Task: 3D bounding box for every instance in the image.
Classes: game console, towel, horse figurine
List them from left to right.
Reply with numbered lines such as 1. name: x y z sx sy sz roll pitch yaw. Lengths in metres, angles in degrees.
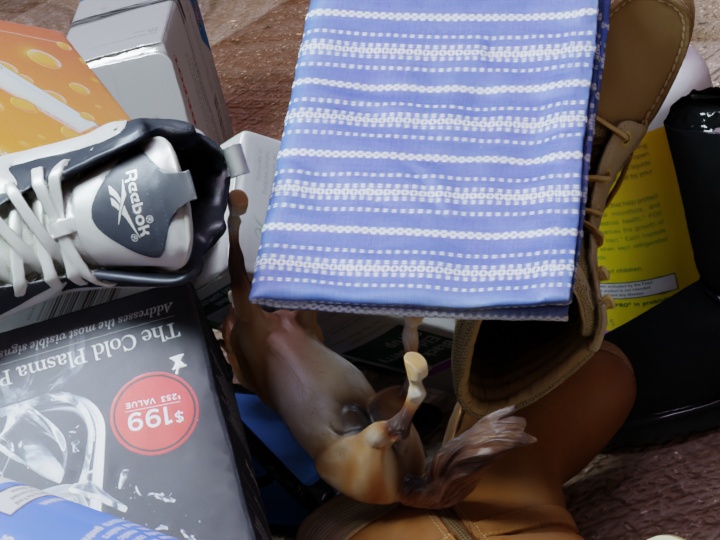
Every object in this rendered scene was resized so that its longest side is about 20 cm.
1. game console: -0.090 0.069 1.255 0.200 0.171 0.118 2 56 38
2. horse figurine: -0.009 0.049 1.081 0.050 0.133 0.200 -27 53 -33
3. towel: 0.035 -0.064 1.063 0.145 0.024 0.200 2 53 10

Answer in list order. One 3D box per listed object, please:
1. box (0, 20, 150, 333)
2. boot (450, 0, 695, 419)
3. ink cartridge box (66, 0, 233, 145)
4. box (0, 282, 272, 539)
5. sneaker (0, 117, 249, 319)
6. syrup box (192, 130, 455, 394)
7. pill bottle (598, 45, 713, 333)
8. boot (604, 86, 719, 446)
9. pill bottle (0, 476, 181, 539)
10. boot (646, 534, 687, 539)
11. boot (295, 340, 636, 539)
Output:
1. box: -0.183 -0.043 1.204 0.124 0.098 0.200 7 30 -39
2. boot: 0.100 -0.038 1.113 0.200 0.073 0.155 -54 17 24
3. ink cartridge box: -0.151 -0.120 1.682 0.086 0.147 0.200 -12 23 7
4. box: -0.140 0.128 1.043 0.200 0.104 0.182 -17 64 -1
5. sneaker: -0.133 -0.020 1.021 0.199 0.080 0.130 -15 1 -39
6. syrup box: 0.000 0.000 1.235 0.200 0.081 0.079 18 -26 -29
7. pill bottle: 0.146 -0.056 1.267 0.104 0.200 0.104 -14 23 6
8. boot: 0.173 -0.008 1.182 0.200 0.168 0.076 -11 22 12
9. pill bottle: -0.089 0.155 0.896 0.200 0.112 0.112 16 34 20
10. boot: 0.086 0.183 0.928 0.155 0.072 0.200 -20 23 -2
11. boot: 0.079 0.116 1.088 0.200 0.074 0.155 -35 26 -14
